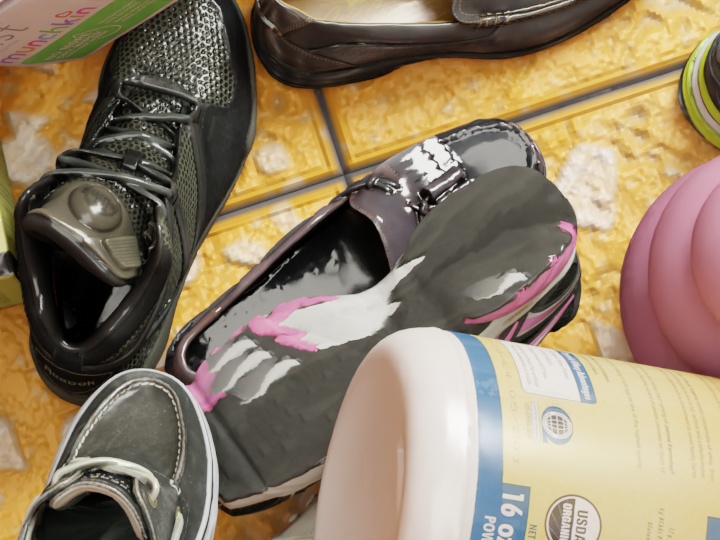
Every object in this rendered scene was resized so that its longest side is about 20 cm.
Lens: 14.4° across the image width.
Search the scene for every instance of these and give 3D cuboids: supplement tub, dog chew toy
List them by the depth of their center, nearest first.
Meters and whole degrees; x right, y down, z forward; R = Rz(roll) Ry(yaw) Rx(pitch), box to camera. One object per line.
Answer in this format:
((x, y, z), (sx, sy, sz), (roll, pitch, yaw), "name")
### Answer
((0.093, 0.107, 1.120), (0.199, 0.145, 0.145), (10, 81, -15), "supplement tub")
((0.171, 0.003, 1.185), (0.124, 0.200, 0.125), (0, 81, 3), "dog chew toy")

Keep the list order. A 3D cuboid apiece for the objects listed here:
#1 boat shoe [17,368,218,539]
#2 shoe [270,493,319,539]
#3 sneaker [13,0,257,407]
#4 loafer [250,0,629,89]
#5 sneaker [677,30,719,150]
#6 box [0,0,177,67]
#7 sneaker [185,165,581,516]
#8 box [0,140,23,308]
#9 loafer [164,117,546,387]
((-0.097, 0.107, 1.122), (0.072, 0.071, 0.201), (7, 46, 3), "boat shoe")
((0.021, 0.110, 1.241), (0.199, 0.070, 0.054), (-21, 60, 2), "shoe")
((-0.096, -0.045, 1.242), (0.076, 0.114, 0.200), (19, 78, 3), "sneaker")
((0.048, -0.131, 1.272), (0.199, 0.072, 0.073), (-19, 80, -3), "loafer")
((0.236, -0.056, 1.254), (0.199, 0.081, 0.074), (21, 82, 4), "sneaker")
((-0.114, -0.202, 1.187), (0.096, 0.200, 0.177), (-6, 75, -44), "box")
((0.017, 0.047, 1.220), (0.199, 0.086, 0.081), (-31, 56, 2), "sneaker")
((-0.192, -0.082, 1.268), (0.050, 0.075, 0.201), (-13, 82, 0), "box")
((0.000, 0.000, 1.257), (0.200, 0.063, 0.072), (-36, 80, -5), "loafer")
